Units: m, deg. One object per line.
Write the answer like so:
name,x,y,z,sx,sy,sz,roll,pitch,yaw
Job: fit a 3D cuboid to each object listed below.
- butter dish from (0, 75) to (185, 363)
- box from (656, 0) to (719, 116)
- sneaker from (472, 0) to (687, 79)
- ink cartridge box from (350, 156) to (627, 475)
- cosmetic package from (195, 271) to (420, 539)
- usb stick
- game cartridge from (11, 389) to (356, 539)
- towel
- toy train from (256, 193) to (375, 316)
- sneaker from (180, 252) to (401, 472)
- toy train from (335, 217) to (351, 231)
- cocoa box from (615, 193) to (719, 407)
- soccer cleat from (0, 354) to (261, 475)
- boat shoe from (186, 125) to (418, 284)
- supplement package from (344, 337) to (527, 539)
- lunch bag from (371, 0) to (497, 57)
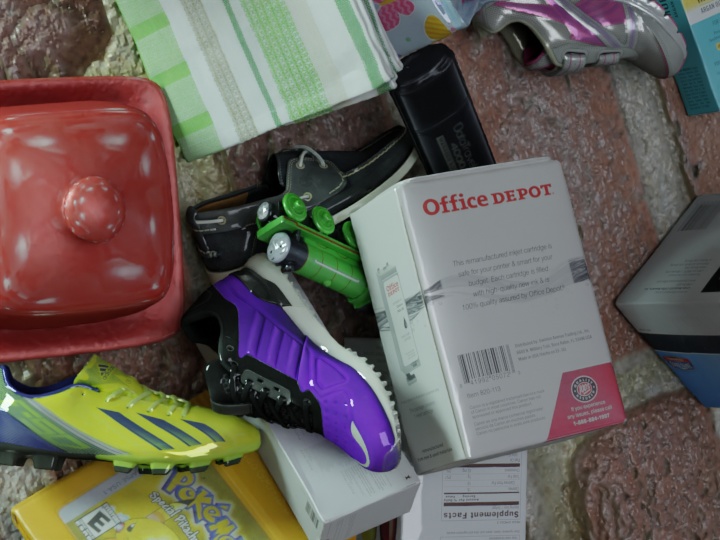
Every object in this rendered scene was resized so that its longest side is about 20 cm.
butter dish,-0.203,-0.040,1.400,0.198,0.148,0.201,-5,90,-24
box,0.286,-0.239,1.683,0.082,0.049,0.201,-25,99,-23
sneaker,0.168,-0.192,1.617,0.199,0.081,0.089,22,81,-14
ink cartridge box,0.092,0.032,1.450,0.146,0.083,0.202,-10,82,-29
cosmetic package,-0.042,0.101,1.468,0.082,0.051,0.201,-20,61,-22
usb stick,0.067,-0.100,1.523,0.055,0.033,0.200,-33,145,-3
game cartridge,-0.122,0.188,1.444,0.199,0.033,0.176,-32,66,-22
towel,-0.076,-0.174,1.448,0.031,0.199,0.150,-33,103,-55
toy train,0.000,0.000,1.482,0.199,0.042,0.057,24,49,-40
sneaker,-0.056,0.082,1.408,0.099,0.070,0.200,-28,56,-25
toy train,0.056,-0.005,1.583,0.199,0.034,0.046,15,72,-23
cocoa box,0.331,0.025,1.615,0.131,0.200,0.134,47,71,-17
soccer cleat,-0.169,0.102,1.429,0.198,0.065,0.084,3,84,-2
boat shoe,-0.040,-0.063,1.517,0.199,0.072,0.068,-31,105,-20
supplement package,0.055,0.153,1.532,0.109,0.114,0.202,3,87,-26
lunch bag,-0.014,-0.252,1.470,0.201,0.169,0.127,63,27,-12
